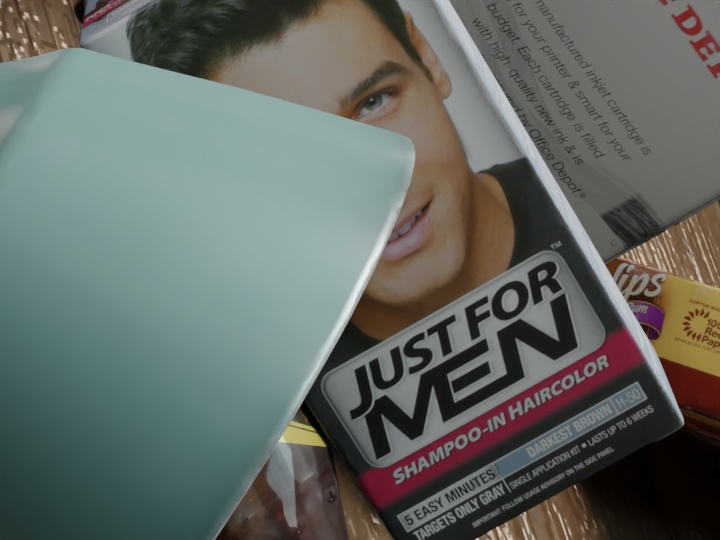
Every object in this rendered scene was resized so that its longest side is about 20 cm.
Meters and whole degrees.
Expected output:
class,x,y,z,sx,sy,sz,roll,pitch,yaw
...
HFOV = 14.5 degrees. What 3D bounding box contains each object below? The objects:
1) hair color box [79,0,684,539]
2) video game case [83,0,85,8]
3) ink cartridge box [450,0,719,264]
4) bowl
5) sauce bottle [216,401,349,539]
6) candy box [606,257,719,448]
class,x,y,z,sx,sy,sz,roll,pitch,yaw
hair color box,0.007,-0.018,0.869,0.200,0.099,0.061,58,8,-18
video game case,0.007,-0.158,1.036,0.023,0.182,0.200,60,26,-15
ink cartridge box,0.064,-0.079,1.036,0.146,0.200,0.085,52,28,-15
bowl,-0.083,0.022,0.731,0.105,0.201,0.201,34,32,-7
sauce bottle,-0.046,0.053,0.872,0.201,0.066,0.066,61,27,-3
candy box,0.176,0.054,1.188,0.200,0.116,0.057,23,86,-49
